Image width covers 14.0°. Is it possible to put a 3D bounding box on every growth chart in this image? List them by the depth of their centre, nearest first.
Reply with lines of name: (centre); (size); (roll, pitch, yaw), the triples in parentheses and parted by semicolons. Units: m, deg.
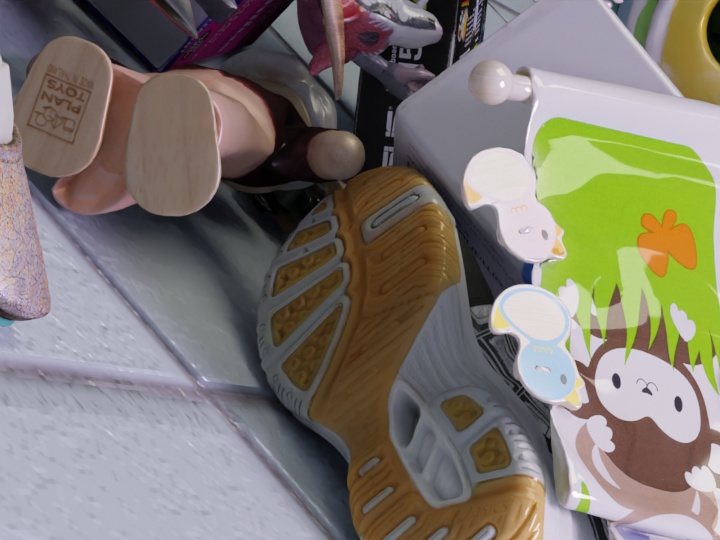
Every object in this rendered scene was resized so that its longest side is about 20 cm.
growth chart: (0.099, 0.032, 0.886); (0.145, 0.018, 0.200); (-2, 73, -40)

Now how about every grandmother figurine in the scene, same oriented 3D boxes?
grandmother figurine: (-0.055, -0.048, 0.991); (0.121, 0.061, 0.200); (28, 8, 13)

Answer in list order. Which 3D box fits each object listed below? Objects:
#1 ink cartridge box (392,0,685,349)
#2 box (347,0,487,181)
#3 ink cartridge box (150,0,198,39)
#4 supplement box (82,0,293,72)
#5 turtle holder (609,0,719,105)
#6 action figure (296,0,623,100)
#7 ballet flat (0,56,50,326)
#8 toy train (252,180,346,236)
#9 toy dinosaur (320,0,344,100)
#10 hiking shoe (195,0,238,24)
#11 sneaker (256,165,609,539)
ink cartridge box: (0.084, 0.005, 1.042); (0.146, 0.084, 0.200); (51, -11, 13)
box: (0.034, -0.138, 1.328); (0.047, 0.193, 0.200); (9, 11, 5)
ink cartridge box: (-0.148, -0.150, 1.060); (0.200, 0.050, 0.109); (42, 12, -21)
supplement box: (-0.066, -0.158, 1.241); (0.103, 0.101, 0.200); (44, 12, 0)
turtle holder: (0.145, -0.070, 1.073); (0.132, 0.141, 0.186); (61, 42, -35)
action figure: (0.020, -0.143, 1.066); (0.149, 0.134, 0.200); (50, 39, -12)
ballet flat: (-0.140, -0.073, 0.772); (0.200, 0.067, 0.068); (44, 12, -1)
toy train: (0.000, 0.000, 1.077); (0.046, 0.034, 0.200); (37, 13, -44)
toy dinosaur: (-0.033, -0.163, 0.966); (0.106, 0.060, 0.200); (41, 24, -37)
hiking shoe: (-0.076, -0.149, 1.046); (0.101, 0.076, 0.200); (50, 19, -21)
sneaker: (0.027, 0.051, 0.927); (0.088, 0.076, 0.200); (44, 18, -38)
